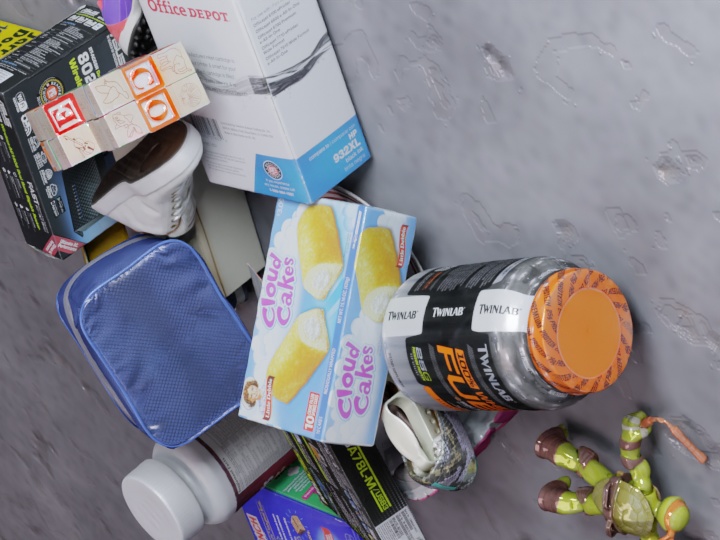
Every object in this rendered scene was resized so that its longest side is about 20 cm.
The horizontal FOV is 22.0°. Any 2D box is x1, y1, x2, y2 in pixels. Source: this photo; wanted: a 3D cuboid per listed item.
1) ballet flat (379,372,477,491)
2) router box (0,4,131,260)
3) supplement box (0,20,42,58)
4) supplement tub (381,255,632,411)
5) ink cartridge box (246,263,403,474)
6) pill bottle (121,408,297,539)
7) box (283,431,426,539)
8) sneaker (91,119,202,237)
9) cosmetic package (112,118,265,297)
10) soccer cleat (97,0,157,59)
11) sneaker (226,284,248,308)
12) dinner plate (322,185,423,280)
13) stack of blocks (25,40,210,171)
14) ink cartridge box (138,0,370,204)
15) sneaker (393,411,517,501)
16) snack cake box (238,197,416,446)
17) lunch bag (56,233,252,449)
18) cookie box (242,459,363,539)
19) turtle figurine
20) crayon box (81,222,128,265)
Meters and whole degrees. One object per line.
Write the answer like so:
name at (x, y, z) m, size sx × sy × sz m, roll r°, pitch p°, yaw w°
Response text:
ballet flat at (0.036, 0.101, 1.612) m, size 0.201 × 0.072 × 0.072 m, roll 64°, pitch 154°, yaw 22°
router box at (-0.279, -0.133, 1.801) m, size 0.062 × 0.150 × 0.201 m, roll 22°, pitch 139°, yaw 39°
supplement box at (-0.360, -0.176, 1.901) m, size 0.199 × 0.109 × 0.110 m, roll 19°, pitch 137°, yaw 41°
supplement tub at (0.118, 0.053, 1.504) m, size 0.199 × 0.122 × 0.123 m, roll -7°, pitch 117°, yaw 55°
ink cartridge box at (-0.028, 0.089, 1.790) m, size 0.200 × 0.050 × 0.161 m, roll 52°, pitch 165°, yaw 29°
pill bottle at (-0.144, 0.190, 1.910) m, size 0.109 × 0.200 × 0.110 m, roll 33°, pitch 145°, yaw 27°
box at (-0.028, 0.169, 1.779) m, size 0.201 × 0.047 × 0.193 m, roll 63°, pitch 168°, yaw -23°
sneaker at (-0.170, -0.079, 1.670) m, size 0.084 × 0.073 × 0.200 m, roll 33°, pitch 158°, yaw -17°
cosmetic package at (-0.170, -0.079, 1.791) m, size 0.103 × 0.073 × 0.201 m, roll 18°, pitch 137°, yaw 41°
soccer cleat at (-0.197, -0.269, 1.639) m, size 0.073 × 0.068 × 0.200 m, roll 47°, pitch 151°, yaw 14°
sneaker at (-0.196, 0.029, 1.924) m, size 0.070 × 0.082 × 0.200 m, roll 59°, pitch 152°, yaw -12°
dinner plate at (0.000, 0.000, 1.699) m, size 0.200 × 0.024 × 0.201 m, roll 33°, pitch 145°, yaw 27°
stack of blocks at (-0.211, -0.138, 1.587) m, size 0.059 × 0.115 × 0.200 m, roll 64°, pitch 164°, yaw -9°
ink cartridge box at (-0.092, -0.170, 1.582) m, size 0.145 × 0.084 × 0.201 m, roll 16°, pitch 135°, yaw 47°
sneaker at (0.075, 0.138, 1.700) m, size 0.088 × 0.081 × 0.200 m, roll 47°, pitch 140°, yaw 10°
snack cake box at (-0.030, 0.041, 1.590) m, size 0.115 × 0.067 × 0.202 m, roll 11°, pitch 91°, yaw 45°
lunch bag at (-0.187, 0.068, 1.761) m, size 0.201 × 0.135 × 0.132 m, roll 61°, pitch 166°, yaw -16°
cookie box at (-0.030, 0.285, 1.982) m, size 0.199 × 0.075 × 0.172 m, roll 14°, pitch 134°, yaw 44°
turtle figurine at (0.222, 0.200, 1.576) m, size 0.161 × 0.064 × 0.201 m, roll 16°, pitch 134°, yaw 44°
crayon box at (-0.250, 0.035, 1.932) m, size 0.200 × 0.051 × 0.126 m, roll 89°, pitch 163°, yaw -59°
